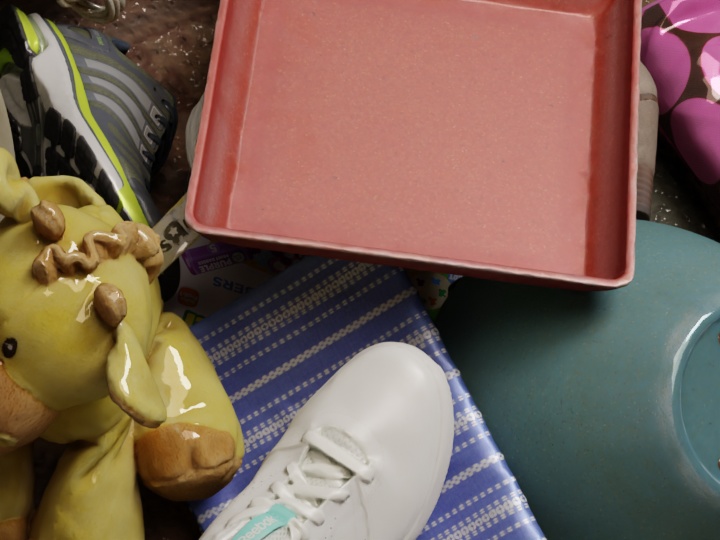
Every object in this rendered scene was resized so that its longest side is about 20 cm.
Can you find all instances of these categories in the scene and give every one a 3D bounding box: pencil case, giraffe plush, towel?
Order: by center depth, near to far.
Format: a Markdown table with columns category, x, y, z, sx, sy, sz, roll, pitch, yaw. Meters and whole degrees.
| category | x | y | z | sx | sy | sz | roll | pitch | yaw |
| --- | --- | --- | --- | --- | --- | --- | --- | --- | --- |
| giraffe plush | -0.128 | 0.035 | 1.012 | 0.172 | 0.162 | 0.201 | 27 | 83 | 5 |
| towel | -0.010 | 0.095 | 1.076 | 0.144 | 0.024 | 0.201 | -31 | 74 | 10 |
| pencil case | 0.226 | -0.073 | 1.320 | 0.093 | 0.091 | 0.201 | -34 | 69 | 2 |

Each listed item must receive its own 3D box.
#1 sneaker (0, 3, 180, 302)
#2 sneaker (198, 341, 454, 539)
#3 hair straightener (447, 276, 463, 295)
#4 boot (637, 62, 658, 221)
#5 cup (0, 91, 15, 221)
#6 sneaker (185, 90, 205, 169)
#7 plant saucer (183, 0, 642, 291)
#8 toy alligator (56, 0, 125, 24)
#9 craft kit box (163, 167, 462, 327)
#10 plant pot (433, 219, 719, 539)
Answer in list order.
| category | x | y | z | sx | sy | sz | roll | pitch | yaw |
| --- | --- | --- | --- | --- | --- | --- | --- | --- | --- |
| sneaker | -0.122 | -0.061 | 1.180 | 0.080 | 0.074 | 0.201 | -2 | 46 | -29 |
| sneaker | -0.032 | 0.114 | 1.023 | 0.075 | 0.089 | 0.200 | 34 | 85 | 20 |
| hair straightener | 0.129 | 0.013 | 1.205 | 0.199 | 0.041 | 0.078 | 10 | 78 | -30 |
| boot | 0.065 | -0.086 | 1.228 | 0.199 | 0.070 | 0.147 | 6 | 53 | -27 |
| cup | -0.248 | -0.072 | 1.107 | 0.199 | 0.144 | 0.201 | 10 | 51 | -13 |
| sneaker | -0.040 | -0.109 | 1.186 | 0.074 | 0.100 | 0.201 | 11 | 53 | -14 |
| plant saucer | 0.028 | -0.074 | 1.101 | 0.199 | 0.037 | 0.201 | 7 | 53 | -1 |
| toy alligator | -0.203 | -0.138 | 1.040 | 0.199 | 0.059 | 0.054 | 23 | 50 | -3 |
| craft kit box | 0.000 | 0.000 | 1.211 | 0.199 | 0.049 | 0.198 | 16 | 54 | -8 |
| plant pot | 0.144 | 0.067 | 1.101 | 0.199 | 0.135 | 0.202 | 4 | 81 | -27 |
